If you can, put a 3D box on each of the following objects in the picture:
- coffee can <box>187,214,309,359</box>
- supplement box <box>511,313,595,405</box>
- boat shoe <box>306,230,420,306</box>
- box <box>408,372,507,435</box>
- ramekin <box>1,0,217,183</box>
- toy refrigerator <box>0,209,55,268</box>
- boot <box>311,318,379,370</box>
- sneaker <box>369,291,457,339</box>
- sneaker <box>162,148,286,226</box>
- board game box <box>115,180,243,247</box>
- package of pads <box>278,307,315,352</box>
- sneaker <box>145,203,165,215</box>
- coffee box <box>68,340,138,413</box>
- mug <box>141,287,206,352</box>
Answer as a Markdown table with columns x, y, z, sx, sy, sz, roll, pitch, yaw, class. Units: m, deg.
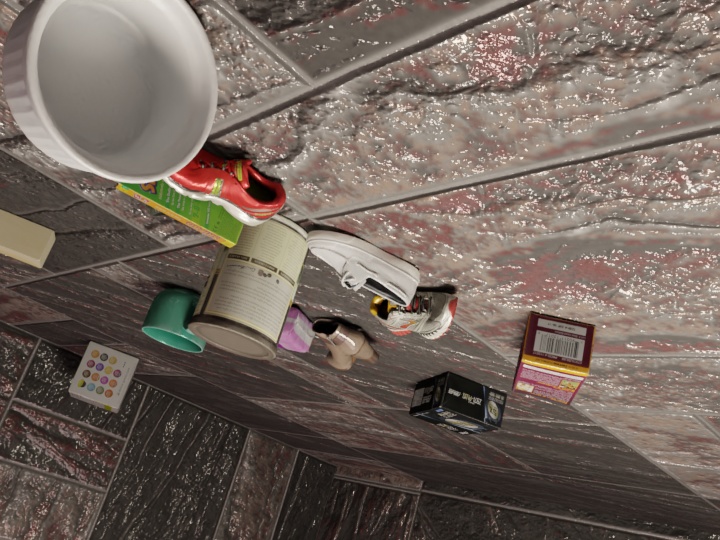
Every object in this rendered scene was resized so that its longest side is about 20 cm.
| x | y | z | sx | sy | sz | roll | pitch | yaw | class |
| --- | --- | --- | --- | --- | --- | --- | --- | --- | --- |
| -0.174 | 0.023 | 1.128 | 0.144 | 0.203 | 0.147 | 15 | 159 | 6 | coffee can |
| 0.332 | 0.158 | 1.216 | 0.109 | 0.087 | 0.201 | 12 | 157 | 12 | supplement box |
| 0.000 | 0.000 | 1.118 | 0.198 | 0.069 | 0.072 | 26 | 157 | -19 | boat shoe |
| 0.233 | 0.329 | 1.700 | 0.162 | 0.087 | 0.200 | 22 | 158 | -13 | box |
| -0.250 | -0.190 | 0.694 | 0.097 | 0.203 | 0.200 | 8 | 158 | 41 | ramekin |
| -0.774 | -0.082 | 1.510 | 0.198 | 0.077 | 0.070 | 23 | 158 | -14 | toy refrigerator |
| -0.054 | 0.159 | 1.559 | 0.146 | 0.071 | 0.199 | 39 | 150 | -30 | boot |
| 0.089 | 0.071 | 1.210 | 0.082 | 0.079 | 0.199 | 32 | 154 | -29 | sneaker |
| -0.188 | -0.135 | 0.961 | 0.198 | 0.078 | 0.084 | 24 | 147 | -34 | sneaker |
| -0.250 | -0.120 | 0.987 | 0.199 | 0.097 | 0.030 | 30 | 152 | -29 | board game box |
| -0.209 | 0.118 | 1.552 | 0.197 | 0.077 | 0.121 | 9 | 155 | 21 | package of pads |
| -0.320 | -0.137 | 1.028 | 0.198 | 0.077 | 0.114 | 24 | 152 | -30 | sneaker |
| -0.985 | 0.413 | 2.682 | 0.196 | 0.202 | 0.200 | 23 | 158 | -13 | coffee box |
| -0.409 | 0.113 | 1.641 | 0.182 | 0.116 | 0.152 | 7 | 156 | 23 | mug |
